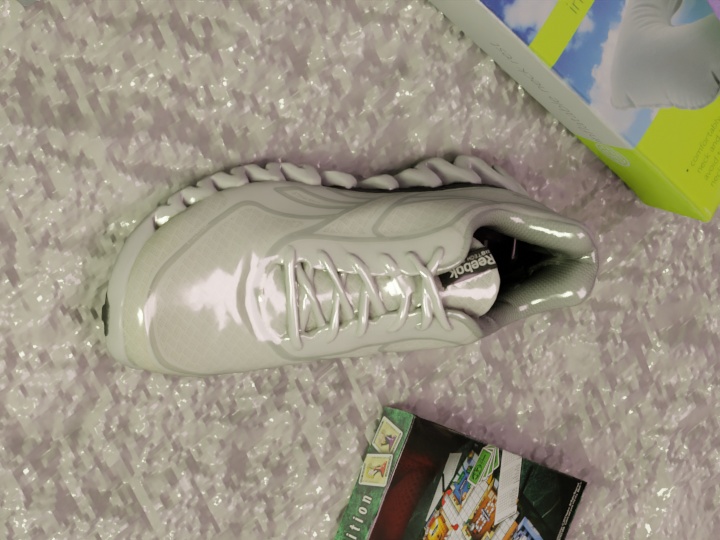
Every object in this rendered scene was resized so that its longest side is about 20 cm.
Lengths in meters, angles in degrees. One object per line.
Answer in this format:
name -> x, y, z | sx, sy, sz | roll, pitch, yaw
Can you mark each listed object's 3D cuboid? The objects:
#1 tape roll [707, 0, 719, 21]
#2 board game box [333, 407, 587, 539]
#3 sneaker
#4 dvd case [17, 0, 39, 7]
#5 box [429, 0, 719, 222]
tape roll -> 0.199, -0.175, 0.988 | 0.199, 0.065, 0.202 | 7, 81, -48
board game box -> 0.016, 0.163, 1.010 | 0.104, 0.023, 0.201 | 24, 87, -40
sneaker -> 0.000, 0.000, 0.918 | 0.199, 0.081, 0.076 | -12, 111, -32
dvd case -> -0.084, -0.159, 0.749 | 0.150, 0.199, 0.025 | 37, 48, -37
box -> 0.099, -0.123, 0.979 | 0.200, 0.048, 0.122 | 38, 79, -38
